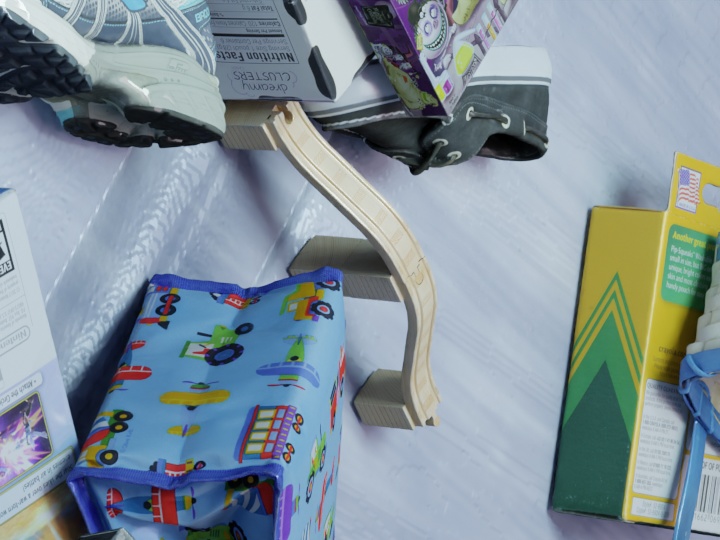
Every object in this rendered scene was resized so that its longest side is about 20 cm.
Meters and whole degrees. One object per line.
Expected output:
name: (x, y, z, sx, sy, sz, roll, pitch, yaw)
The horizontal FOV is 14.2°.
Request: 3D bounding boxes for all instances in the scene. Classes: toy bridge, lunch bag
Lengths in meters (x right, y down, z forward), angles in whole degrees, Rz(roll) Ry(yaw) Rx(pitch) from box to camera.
toy bridge: (0.000, 0.000, 1.354, 0.027, 0.067, 0.200, -54, 132, -35)
lunch bag: (-0.048, 0.123, 1.266, 0.151, 0.094, 0.200, -73, 157, -55)

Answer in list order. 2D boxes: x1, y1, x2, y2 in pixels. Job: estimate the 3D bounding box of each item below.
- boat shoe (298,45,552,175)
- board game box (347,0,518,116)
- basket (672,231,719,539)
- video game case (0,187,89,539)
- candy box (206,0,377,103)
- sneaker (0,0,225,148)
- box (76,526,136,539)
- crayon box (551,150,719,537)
boat shoe: (0.039, -0.076, 1.386, 0.200, 0.069, 0.057, -10, 91, -58)
board game box: (0.050, -0.180, 1.316, 0.120, 0.032, 0.200, 57, 49, -34)
basket: (0.256, 0.074, 1.526, 0.139, 0.176, 0.200, 48, 46, -48)
video game case: (-0.193, 0.087, 1.127, 0.200, 0.045, 0.182, -34, 120, -46)
candy box: (-0.029, -0.202, 1.290, 0.168, 0.071, 0.200, -52, 132, -38)
sneaker: (-0.128, -0.111, 1.183, 0.200, 0.078, 0.086, 24, 63, -59)
box: (-0.109, 0.226, 1.125, 0.160, 0.044, 0.200, 47, 63, -14)
crayon box: (0.171, 0.042, 1.596, 0.126, 0.052, 0.200, 15, 83, -53)
